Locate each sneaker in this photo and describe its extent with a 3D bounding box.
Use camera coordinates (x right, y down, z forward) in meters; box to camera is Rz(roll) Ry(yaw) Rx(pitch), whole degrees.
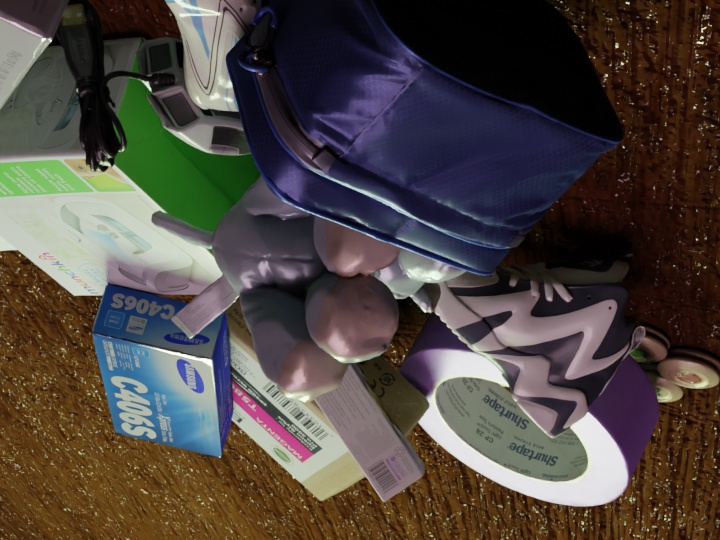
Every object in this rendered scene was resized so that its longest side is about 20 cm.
[{"bbox_3d":[-0.079,-0.161,0.991,0.072,0.072,0.200,-9,150,4],"label":"sneaker"},{"bbox_3d":[0.122,0.009,1.251,0.199,0.129,0.080,48,-176,-14],"label":"sneaker"}]

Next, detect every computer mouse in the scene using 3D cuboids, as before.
[{"bbox_3d":[-0.108,-0.102,1.095,0.044,0.110,0.199,-35,156,31],"label":"computer mouse"}]

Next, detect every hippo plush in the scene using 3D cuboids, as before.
[{"bbox_3d":[0.000,0.000,1.122,0.160,0.161,0.200,0,158,-41],"label":"hippo plush"}]

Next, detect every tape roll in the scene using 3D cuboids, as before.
[{"bbox_3d":[0.131,0.101,1.411,0.199,0.066,0.201,24,152,14],"label":"tape roll"}]

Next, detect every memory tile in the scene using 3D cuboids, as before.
[{"bbox_3d":[0.182,0.078,1.443,0.152,0.017,0.200,25,155,-16],"label":"memory tile"}]

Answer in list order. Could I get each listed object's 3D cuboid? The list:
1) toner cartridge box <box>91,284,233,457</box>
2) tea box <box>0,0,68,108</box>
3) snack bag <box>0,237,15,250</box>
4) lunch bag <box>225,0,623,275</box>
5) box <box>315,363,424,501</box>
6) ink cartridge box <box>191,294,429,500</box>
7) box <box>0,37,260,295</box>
[{"bbox_3d":[-0.152,0.082,1.403,0.094,0.043,0.200,11,153,4],"label":"toner cartridge box"},{"bbox_3d":[-0.267,-0.189,1.020,0.196,0.135,0.200,25,155,-16],"label":"tea box"},{"bbox_3d":[-0.311,-0.040,1.424,0.187,0.022,0.200,-3,166,25],"label":"snack bag"},{"bbox_3d":[0.022,-0.088,0.962,0.199,0.136,0.132,20,126,-32],"label":"lunch bag"},{"bbox_3d":[-0.021,0.080,1.354,0.201,0.041,0.039,55,-175,-4],"label":"box"},{"bbox_3d":[-0.059,0.085,1.462,0.200,0.075,0.165,42,154,-2],"label":"ink cartridge box"},{"bbox_3d":[-0.181,-0.069,1.272,0.175,0.097,0.200,-1,152,30],"label":"box"}]
